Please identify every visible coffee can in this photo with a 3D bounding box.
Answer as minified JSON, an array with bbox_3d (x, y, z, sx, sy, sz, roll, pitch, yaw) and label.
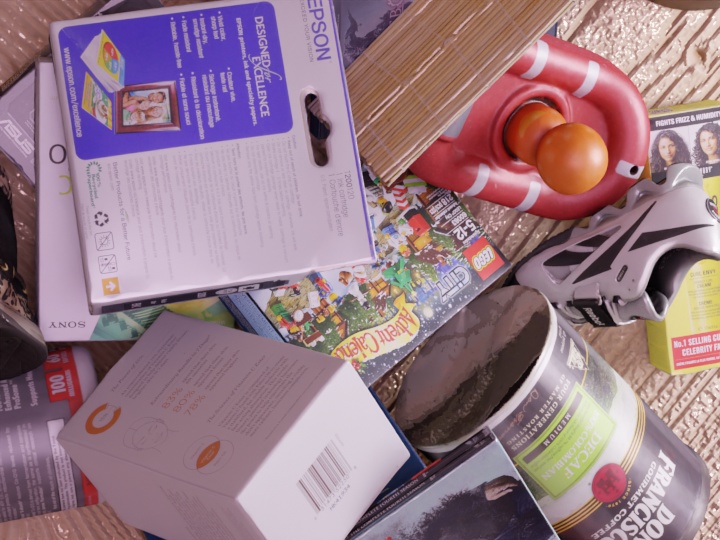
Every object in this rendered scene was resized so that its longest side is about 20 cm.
[{"bbox_3d":[0.142,0.130,1.687,0.146,0.146,0.200,-47,116,-1],"label":"coffee can"}]

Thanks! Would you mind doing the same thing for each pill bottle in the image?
[{"bbox_3d":[-0.282,0.126,1.635,0.198,0.116,0.117,-10,101,-10],"label":"pill bottle"}]

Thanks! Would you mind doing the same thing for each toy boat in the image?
[{"bbox_3d":[0.133,-0.096,1.652,0.199,0.131,0.131,14,109,-37],"label":"toy boat"}]

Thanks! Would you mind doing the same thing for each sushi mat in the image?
[{"bbox_3d":[0.061,-0.155,1.597,0.200,0.096,0.012,-44,147,2],"label":"sushi mat"}]

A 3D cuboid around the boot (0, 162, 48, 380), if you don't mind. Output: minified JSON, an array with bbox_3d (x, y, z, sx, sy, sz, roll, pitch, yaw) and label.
[{"bbox_3d":[-0.281,-0.029,1.557,0.073,0.152,0.200,-23,147,12],"label":"boot"}]

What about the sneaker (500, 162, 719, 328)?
[{"bbox_3d":[0.182,0.010,1.692,0.200,0.089,0.074,-38,146,27],"label":"sneaker"}]

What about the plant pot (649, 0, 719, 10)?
[{"bbox_3d":[0.275,-0.277,1.640,0.186,0.200,0.189,-2,99,-11],"label":"plant pot"}]

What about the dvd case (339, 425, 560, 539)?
[{"bbox_3d":[0.037,0.211,1.542,0.199,0.022,0.146,-33,126,-2],"label":"dvd case"}]

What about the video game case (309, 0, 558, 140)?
[{"bbox_3d":[0.057,-0.178,1.653,0.199,0.019,0.144,-14,126,-25],"label":"video game case"}]

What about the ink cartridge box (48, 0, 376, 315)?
[{"bbox_3d":[-0.102,-0.082,1.565,0.198,0.043,0.200,-8,82,-7],"label":"ink cartridge box"}]

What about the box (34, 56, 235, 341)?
[{"bbox_3d":[-0.159,-0.050,1.623,0.143,0.036,0.202,-1,101,-11],"label":"box"}]

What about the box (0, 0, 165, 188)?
[{"bbox_3d":[-0.158,-0.089,1.660,0.158,0.048,0.200,-42,105,-2],"label":"box"}]

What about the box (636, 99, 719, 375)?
[{"bbox_3d":[0.252,-0.026,1.753,0.075,0.050,0.202,-8,101,-11],"label":"box"}]

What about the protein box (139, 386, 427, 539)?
[{"bbox_3d":[-0.041,0.194,1.634,0.198,0.200,0.135,-30,125,-5],"label":"protein box"}]

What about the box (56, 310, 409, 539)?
[{"bbox_3d":[-0.087,0.118,1.543,0.125,0.199,0.098,-50,128,-23],"label":"box"}]

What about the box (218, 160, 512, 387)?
[{"bbox_3d":[0.000,0.000,1.645,0.137,0.038,0.200,50,54,2],"label":"box"}]
